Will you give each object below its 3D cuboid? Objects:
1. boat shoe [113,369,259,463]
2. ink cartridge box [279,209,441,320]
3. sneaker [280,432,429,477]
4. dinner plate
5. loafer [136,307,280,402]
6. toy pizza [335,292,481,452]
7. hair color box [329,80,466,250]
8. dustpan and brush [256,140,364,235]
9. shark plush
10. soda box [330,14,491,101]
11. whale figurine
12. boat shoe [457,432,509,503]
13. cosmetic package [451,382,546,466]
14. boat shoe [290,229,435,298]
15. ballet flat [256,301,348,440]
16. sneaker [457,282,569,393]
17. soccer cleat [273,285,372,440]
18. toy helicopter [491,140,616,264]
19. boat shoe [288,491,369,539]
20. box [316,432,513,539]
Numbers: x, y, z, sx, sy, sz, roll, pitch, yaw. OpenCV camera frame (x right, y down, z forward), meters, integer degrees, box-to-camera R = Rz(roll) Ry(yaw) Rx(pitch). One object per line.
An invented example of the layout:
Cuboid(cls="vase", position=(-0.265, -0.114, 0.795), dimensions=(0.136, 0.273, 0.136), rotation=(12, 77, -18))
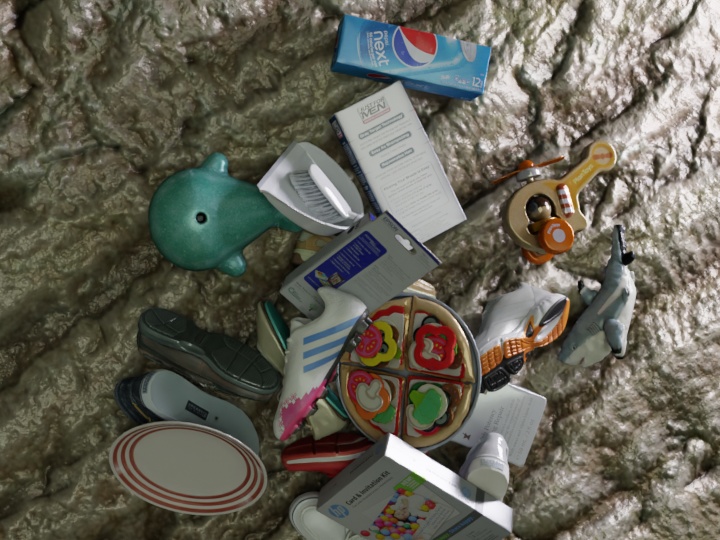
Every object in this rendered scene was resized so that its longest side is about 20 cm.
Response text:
Cuboid(cls="boat shoe", position=(-0.220, 0.190, 1.159), dimensions=(0.200, 0.090, 0.071), rotation=(45, 54, -33))
Cuboid(cls="ink cartridge box", position=(0.000, 0.000, 1.116), dimensions=(0.199, 0.039, 0.099), rotation=(-34, 111, 33))
Cuboid(cls="sneaker", position=(-0.003, 0.278, 1.189), dimensions=(0.198, 0.078, 0.117), rotation=(-4, 100, 2))
Cuboid(cls="dinner plate", position=(-0.213, 0.244, 1.128), dimensions=(0.198, 0.024, 0.201), rotation=(4, 133, 4))
Cuboid(cls="loafer", position=(-0.195, 0.117, 1.148), dimensions=(0.199, 0.072, 0.063), rotation=(28, 123, 7))
Cuboid(cls="toy pizza", position=(0.054, 0.128, 1.134), dimensions=(0.198, 0.032, 0.203), rotation=(-1, 88, 24))
Cuboid(cls="hair color box", position=(0.048, -0.134, 1.188), dimensions=(0.099, 0.061, 0.202), rotation=(-27, 96, -7))
Cuboid(cls="dustpan and brush", position=(-0.025, -0.076, 1.150), dimensions=(0.057, 0.140, 0.200), rotation=(-31, 108, 35))
Cuboid(cls="shark plush", position=(0.333, 0.036, 1.239), dimensions=(0.082, 0.091, 0.202), rotation=(12, 96, 21))
Cuboid(cls="soda box", position=(0.065, -0.277, 1.181), dimensions=(0.198, 0.068, 0.065), rotation=(10, 91, -9))
Cuboid(cls="whale figurine", position=(-0.166, -0.071, 1.136), dimensions=(0.198, 0.104, 0.161), rotation=(-9, 93, -11))
Cuboid(cls="boat shoe", position=(0.153, 0.283, 1.183), dimensions=(0.071, 0.201, 0.069), rotation=(11, 48, 9))
Cuboid(cls="cosmetic package", position=(0.136, 0.178, 1.208), dimensions=(0.198, 0.074, 0.103), rotation=(20, 88, -10))
Cuboid(cls="boat shoe", position=(0.012, -0.012, 1.187), dimensions=(0.198, 0.072, 0.077), rotation=(20, 77, -9))
Cuboid(cls="ballet flat", position=(-0.093, 0.136, 1.178), dimensions=(0.069, 0.069, 0.201), rotation=(-35, 97, -6))
Cuboid(cls="sneaker", position=(0.182, 0.085, 1.192), dimensions=(0.199, 0.092, 0.076), rotation=(-32, 130, -28))
Cuboid(cls="soccer cleat", position=(-0.066, 0.111, 1.117), dimensions=(0.086, 0.070, 0.201), rotation=(33, 96, 7))
Cuboid(cls="toy helicopter", position=(0.269, -0.114, 1.229), dimensions=(0.200, 0.079, 0.132), rotation=(-42, 89, -16))
Cuboid(cls="boat shoe", position=(-0.003, 0.359, 1.196), dimensions=(0.199, 0.065, 0.074), rotation=(27, 88, -9))
Cuboid(cls="box", position=(0.068, 0.302, 1.139), dimensions=(0.199, 0.041, 0.156), rotation=(35, 127, -14))
